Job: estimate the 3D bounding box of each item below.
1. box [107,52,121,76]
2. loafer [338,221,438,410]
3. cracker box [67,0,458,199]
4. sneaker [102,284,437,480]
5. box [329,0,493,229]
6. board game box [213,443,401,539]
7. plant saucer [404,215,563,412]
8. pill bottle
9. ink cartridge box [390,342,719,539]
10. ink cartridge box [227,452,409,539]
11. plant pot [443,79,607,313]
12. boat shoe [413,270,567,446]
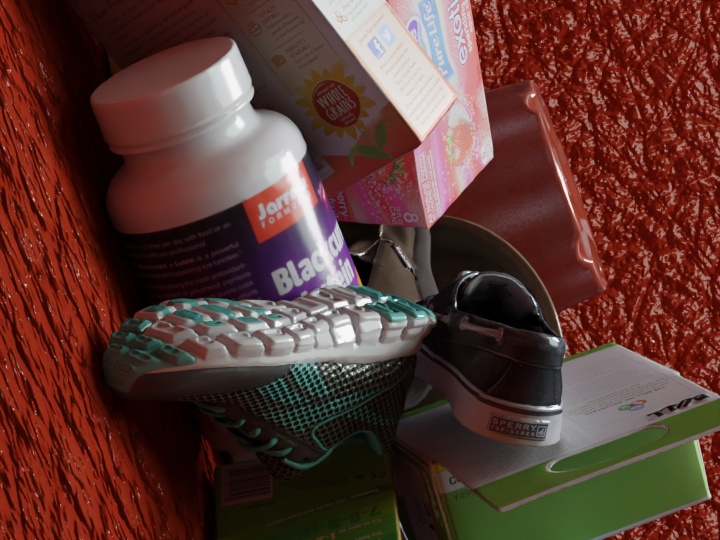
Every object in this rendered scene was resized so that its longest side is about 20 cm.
[{"bbox_3d":[-0.087,-0.049,1.716,0.075,0.050,0.201,-104,171,-50],"label":"box"},{"bbox_3d":[0.000,0.000,1.695,0.071,0.073,0.200,25,20,-24],"label":"loafer"},{"bbox_3d":[-0.061,-0.131,1.570,0.200,0.134,0.058,51,40,-12],"label":"cracker box"},{"bbox_3d":[-0.043,0.062,1.444,0.077,0.199,0.092,20,-73,47],"label":"sneaker"},{"bbox_3d":[0.001,-0.134,1.636,0.095,0.102,0.201,-49,137,-49],"label":"box"},{"bbox_3d":[-0.025,0.152,1.467,0.200,0.095,0.030,-96,175,-63],"label":"board game box"},{"bbox_3d":[0.038,0.067,1.764,0.029,0.199,0.201,16,53,-59],"label":"plant saucer"},{"bbox_3d":[-0.067,-0.015,1.537,0.112,0.111,0.201,-90,159,-70],"label":"pill bottle"},{"bbox_3d":[0.110,0.109,1.512,0.200,0.147,0.076,-150,-137,-71],"label":"ink cartridge box"},{"bbox_3d":[0.001,0.171,1.663,0.145,0.083,0.201,30,41,-78],"label":"ink cartridge box"},{"bbox_3d":[0.048,-0.024,1.921,0.201,0.194,0.202,-20,90,-82],"label":"plant pot"},{"bbox_3d":[0.064,0.032,1.517,0.200,0.071,0.068,-126,-133,-75],"label":"boat shoe"}]
